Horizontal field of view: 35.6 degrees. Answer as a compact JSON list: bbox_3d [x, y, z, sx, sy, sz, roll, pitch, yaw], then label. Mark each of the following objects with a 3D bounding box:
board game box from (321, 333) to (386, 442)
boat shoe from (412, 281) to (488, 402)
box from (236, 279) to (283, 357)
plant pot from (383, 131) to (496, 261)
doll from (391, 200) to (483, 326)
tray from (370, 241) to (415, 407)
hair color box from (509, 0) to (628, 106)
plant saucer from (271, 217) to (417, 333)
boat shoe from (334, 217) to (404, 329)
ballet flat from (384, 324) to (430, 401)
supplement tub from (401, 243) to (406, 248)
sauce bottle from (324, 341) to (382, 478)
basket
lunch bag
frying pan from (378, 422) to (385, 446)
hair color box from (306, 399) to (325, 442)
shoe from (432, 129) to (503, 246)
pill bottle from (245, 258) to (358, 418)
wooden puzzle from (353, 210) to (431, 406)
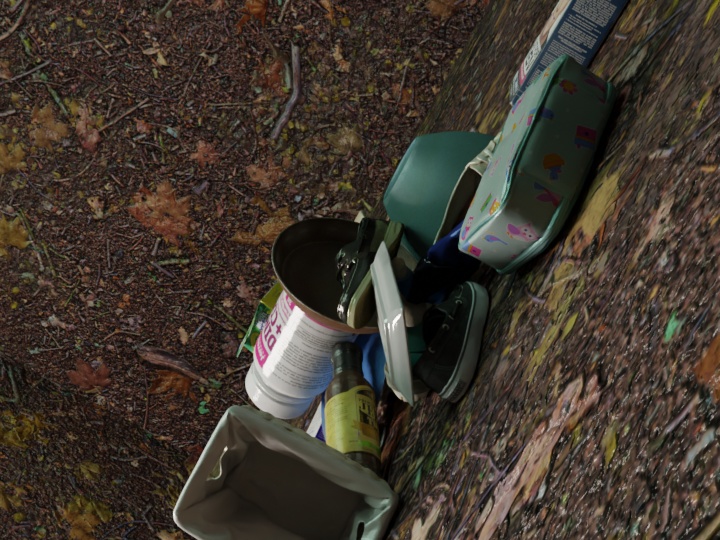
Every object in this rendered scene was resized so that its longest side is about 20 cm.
[{"bbox_3d":[0.007,0.136,1.443,0.200,0.038,0.160,-37,43,57],"label":"board game box"},{"bbox_3d":[0.093,0.061,1.167,0.069,0.056,0.201,-60,6,27],"label":"boat shoe"},{"bbox_3d":[-0.100,0.041,1.588,0.200,0.048,0.118,-49,-7,-39],"label":"box"},{"bbox_3d":[0.108,-0.097,1.425,0.202,0.134,0.200,-61,5,9],"label":"plant pot"},{"bbox_3d":[0.093,-0.003,1.254,0.200,0.135,0.049,-50,50,43],"label":"doll"},{"bbox_3d":[0.031,0.052,1.173,0.200,0.022,0.109,-102,3,-69],"label":"tray"},{"bbox_3d":[0.253,-0.284,1.344,0.201,0.060,0.100,-60,6,24],"label":"hair color box"},{"bbox_3d":[-0.016,0.011,1.376,0.201,0.198,0.035,-68,-1,-52],"label":"plant saucer"},{"bbox_3d":[0.000,0.000,1.320,0.200,0.064,0.074,-61,-16,-59],"label":"boat shoe"},{"bbox_3d":[0.061,0.115,1.278,0.200,0.066,0.065,-80,-9,-77],"label":"ballet flat"},{"bbox_3d":[0.011,0.046,1.626,0.201,0.139,0.141,-58,6,38],"label":"supplement tub"},{"bbox_3d":[-0.012,0.169,1.321,0.202,0.064,0.065,-96,29,-46],"label":"sauce bottle"},{"bbox_3d":[-0.074,0.237,1.166,0.137,0.198,0.123,-62,0,0],"label":"basket"},{"bbox_3d":[0.172,-0.102,1.107,0.202,0.076,0.161,-64,4,-23],"label":"lunch bag"},{"bbox_3d":[0.005,0.219,1.434,0.115,0.031,0.191,-57,10,35],"label":"frying pan"},{"bbox_3d":[-0.053,0.260,1.595,0.202,0.064,0.109,-62,5,-21],"label":"hair color box"},{"bbox_3d":[0.143,-0.085,1.289,0.070,0.053,0.202,42,110,42],"label":"shoe"},{"bbox_3d":[-0.071,0.091,1.453,0.201,0.112,0.114,-61,5,34],"label":"pill bottle"},{"bbox_3d":[0.010,0.052,1.494,0.037,0.201,0.186,-8,-40,-42],"label":"wooden puzzle"}]
